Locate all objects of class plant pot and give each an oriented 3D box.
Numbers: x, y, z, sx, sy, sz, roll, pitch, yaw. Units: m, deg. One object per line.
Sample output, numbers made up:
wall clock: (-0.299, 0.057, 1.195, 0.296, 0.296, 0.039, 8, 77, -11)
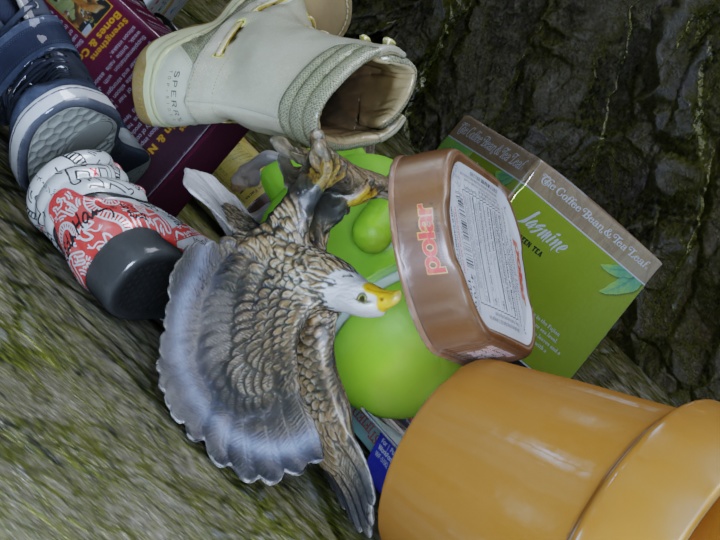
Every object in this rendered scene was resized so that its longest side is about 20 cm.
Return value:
plant pot: (0.117, 0.142, 1.354, 0.183, 0.201, 0.200, 27, -1, 28)

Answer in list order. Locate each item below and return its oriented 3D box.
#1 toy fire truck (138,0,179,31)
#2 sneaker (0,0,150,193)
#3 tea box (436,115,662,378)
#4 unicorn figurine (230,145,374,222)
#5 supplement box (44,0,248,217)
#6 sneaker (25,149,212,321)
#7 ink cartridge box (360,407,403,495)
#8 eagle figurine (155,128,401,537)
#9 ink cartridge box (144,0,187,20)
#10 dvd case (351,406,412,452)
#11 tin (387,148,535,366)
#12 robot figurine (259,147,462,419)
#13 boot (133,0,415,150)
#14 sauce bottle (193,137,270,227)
toy fire truck: (-0.152, -0.180, 1.778, 0.176, 0.129, 0.200, 44, -18, 14)
sneaker: (-0.208, -0.119, 1.528, 0.146, 0.077, 0.202, 54, -1, 9)
tea box: (0.093, 0.010, 1.886, 0.133, 0.197, 0.200, 39, 1, -19)
unicorn figurine: (-0.030, -0.042, 1.775, 0.200, 0.137, 0.074, 51, 37, -41)
supplement box: (-0.181, -0.133, 1.691, 0.200, 0.110, 0.086, 43, 7, 11)
sneaker: (-0.117, -0.012, 1.460, 0.108, 0.067, 0.201, 47, 11, 27)
ink cartridge box: (0.068, 0.159, 1.538, 0.200, 0.039, 0.099, 37, 8, -45)
eagle figurine: (-0.036, 0.029, 1.354, 0.151, 0.201, 0.151, 17, -9, -13)
ink cartridge box: (-0.224, -0.243, 2.009, 0.145, 0.145, 0.200, 41, 7, 0)
dvd case: (0.048, 0.129, 1.693, 0.200, 0.022, 0.146, 34, 10, -44)
tin: (0.060, -0.004, 1.394, 0.200, 0.042, 0.113, 24, 60, -73)
robot figurine: (0.009, 0.008, 1.546, 0.176, 0.115, 0.200, 90, -26, -49)
boot: (-0.026, -0.132, 1.565, 0.154, 0.072, 0.200, 11, 29, 33)
sauce bottle: (-0.078, -0.045, 1.926, 0.200, 0.065, 0.065, 47, 8, 28)
